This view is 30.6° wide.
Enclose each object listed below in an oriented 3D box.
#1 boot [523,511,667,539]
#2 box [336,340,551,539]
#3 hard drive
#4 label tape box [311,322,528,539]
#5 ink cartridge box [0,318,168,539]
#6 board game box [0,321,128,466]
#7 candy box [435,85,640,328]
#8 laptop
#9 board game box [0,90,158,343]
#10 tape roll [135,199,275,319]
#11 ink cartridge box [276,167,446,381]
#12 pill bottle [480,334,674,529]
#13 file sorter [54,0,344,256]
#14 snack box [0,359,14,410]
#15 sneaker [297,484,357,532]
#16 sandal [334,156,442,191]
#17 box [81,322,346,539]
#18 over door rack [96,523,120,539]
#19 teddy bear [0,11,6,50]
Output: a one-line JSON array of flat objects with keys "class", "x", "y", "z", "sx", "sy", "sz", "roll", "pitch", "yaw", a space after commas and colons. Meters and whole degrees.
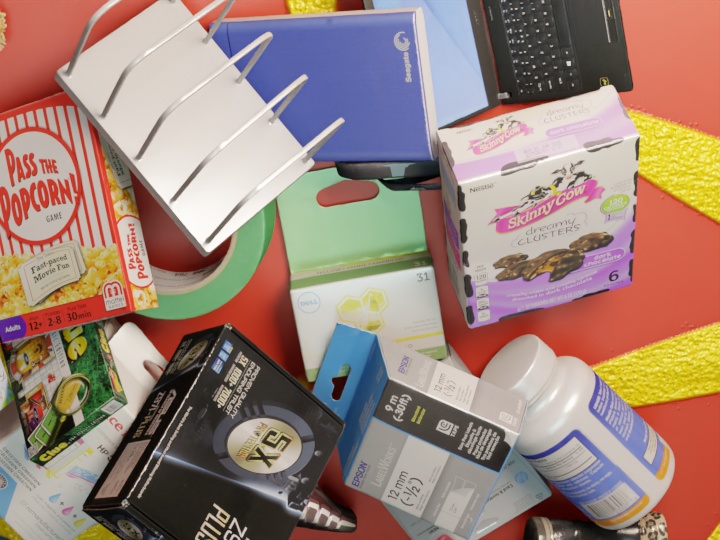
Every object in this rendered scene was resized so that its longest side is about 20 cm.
[{"class": "boot", "x": 0.248, "y": 0.336, "z": 1.416, "sx": 0.149, "sy": 0.073, "sz": 0.202, "roll": -6, "pitch": 123, "yaw": -6}, {"class": "box", "x": 0.082, "y": 0.193, "z": 1.369, "sx": 0.155, "sy": 0.041, "sz": 0.201, "roll": -33, "pitch": 109, "yaw": 12}, {"class": "hard drive", "x": -0.033, "y": -0.163, "z": 1.178, "sx": 0.198, "sy": 0.025, "sz": 0.133, "roll": 2, "pitch": 115, "yaw": 23}, {"class": "label tape box", "x": 0.043, "y": 0.154, "z": 1.267, "sx": 0.198, "sy": 0.066, "sz": 0.144, "roll": 22, "pitch": 123, "yaw": 2}, {"class": "ink cartridge box", "x": -0.268, "y": 0.154, "z": 1.290, "sx": 0.199, "sy": 0.126, "sz": 0.129, "roll": -36, "pitch": 110, "yaw": 13}, {"class": "board game box", "x": -0.284, "y": 0.072, "z": 1.224, "sx": 0.104, "sy": 0.201, "sz": 0.023, "roll": -35, "pitch": 142, "yaw": 10}, {"class": "candy box", "x": 0.162, "y": -0.054, "z": 1.200, "sx": 0.166, "sy": 0.072, "sz": 0.201, "roll": -15, "pitch": 139, "yaw": -4}, {"class": "laptop", "x": 0.120, "y": -0.215, "z": 1.157, "sx": 0.198, "sy": 0.103, "sz": 0.179, "roll": -2, "pitch": 117, "yaw": 28}, {"class": "board game box", "x": -0.272, "y": -0.049, "z": 1.180, "sx": 0.150, "sy": 0.046, "sz": 0.202, "roll": -14, "pitch": 88, "yaw": 26}, {"class": "tape roll", "x": -0.180, "y": -0.056, "z": 1.227, "sx": 0.198, "sy": 0.048, "sz": 0.203, "roll": 4, "pitch": 112, "yaw": 9}, {"class": "ink cartridge box", "x": 0.000, "y": 0.000, "z": 1.280, "sx": 0.144, "sy": 0.048, "sz": 0.202, "roll": -9, "pitch": 115, "yaw": 1}, {"class": "pill bottle", "x": 0.213, "y": 0.158, "z": 1.321, "sx": 0.112, "sy": 0.112, "sz": 0.200, "roll": -42, "pitch": 108, "yaw": 14}, {"class": "file sorter", "x": -0.130, "y": -0.145, "z": 1.104, "sx": 0.139, "sy": 0.124, "sz": 0.200, "roll": -42, "pitch": 93, "yaw": -28}, {"class": "snack box", "x": -0.435, "y": 0.069, "z": 1.242, "sx": 0.198, "sy": 0.053, "sz": 0.144, "roll": 0, "pitch": 117, "yaw": 29}, {"class": "sneaker", "x": -0.069, "y": 0.197, "z": 1.351, "sx": 0.199, "sy": 0.075, "sz": 0.117, "roll": 27, "pitch": 68, "yaw": -40}, {"class": "sandal", "x": 0.075, "y": -0.095, "z": 1.223, "sx": 0.197, "sy": 0.076, "sz": 0.043, "roll": -2, "pitch": 114, "yaw": -4}, {"class": "box", "x": -0.131, "y": 0.180, "z": 1.216, "sx": 0.164, "sy": 0.201, "sz": 0.086, "roll": 43, "pitch": 147, "yaw": -23}, {"class": "over door rack", "x": -0.244, "y": 0.268, "z": 1.328, "sx": 0.199, "sy": 0.148, "sz": 0.067, "roll": -34, "pitch": 113, "yaw": 11}, {"class": "teddy bear", "x": -0.414, "y": -0.224, "z": 1.164, "sx": 0.199, "sy": 0.067, "sz": 0.146, "roll": -28, "pitch": 121, "yaw": 2}]
